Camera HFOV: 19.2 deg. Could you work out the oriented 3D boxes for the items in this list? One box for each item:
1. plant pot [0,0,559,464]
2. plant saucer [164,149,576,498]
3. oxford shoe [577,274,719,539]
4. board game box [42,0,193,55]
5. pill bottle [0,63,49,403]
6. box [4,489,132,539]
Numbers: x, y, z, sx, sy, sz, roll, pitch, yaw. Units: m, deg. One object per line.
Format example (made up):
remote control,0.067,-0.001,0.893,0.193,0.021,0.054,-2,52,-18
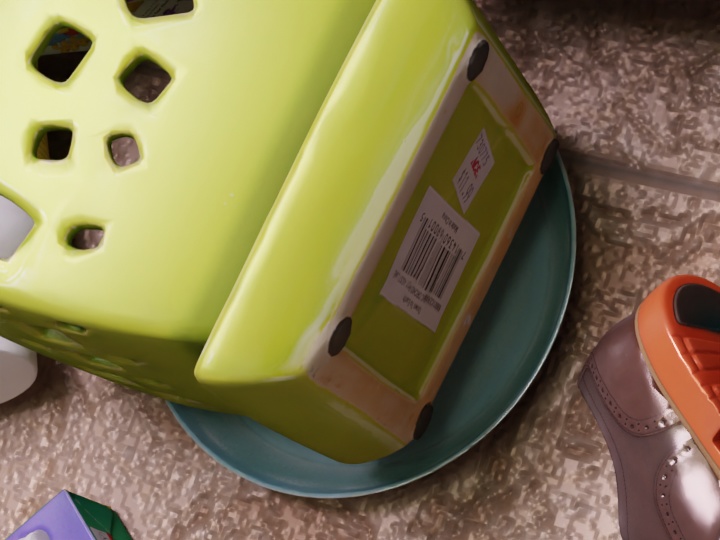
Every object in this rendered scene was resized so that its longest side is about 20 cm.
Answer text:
plant pot,-0.044,-0.040,0.818,0.181,0.200,0.200,24,84,21
plant saucer,0.000,0.000,0.906,0.199,0.027,0.201,-7,71,22
oxford shoe,0.144,0.104,0.795,0.073,0.071,0.201,-42,60,39
board game box,-0.152,-0.158,0.906,0.105,0.200,0.103,-40,71,40
pill bottle,-0.195,-0.042,0.959,0.112,0.112,0.201,-18,66,18
box,-0.162,0.200,0.901,0.200,0.048,0.117,-42,61,8
